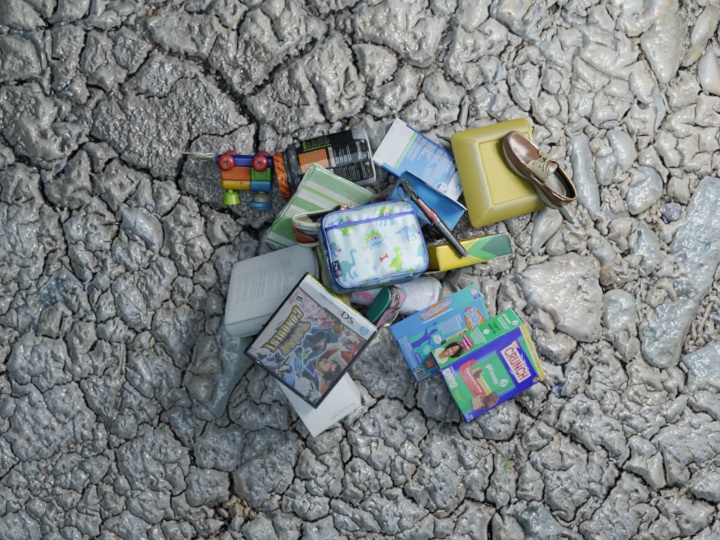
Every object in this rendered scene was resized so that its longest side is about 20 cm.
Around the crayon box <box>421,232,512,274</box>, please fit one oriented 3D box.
[{"bbox_3d":[0.194,-0.034,1.512,0.197,0.127,0.052,-13,93,-19],"label":"crayon box"}]

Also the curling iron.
[{"bbox_3d":[0.137,-0.096,1.417,0.025,0.050,0.200,-34,108,28],"label":"curling iron"}]

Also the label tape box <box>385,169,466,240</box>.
[{"bbox_3d":[0.126,-0.129,1.495,0.142,0.200,0.067,32,89,-2],"label":"label tape box"}]

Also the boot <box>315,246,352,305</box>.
[{"bbox_3d":[0.000,0.000,1.479,0.154,0.073,0.202,-20,51,6],"label":"boot"}]

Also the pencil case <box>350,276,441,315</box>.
[{"bbox_3d":[0.068,0.042,1.562,0.197,0.083,0.092,14,72,-1],"label":"pencil case"}]

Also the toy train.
[{"bbox_3d":[-0.279,-0.190,1.552,0.197,0.085,0.117,1,106,-1],"label":"toy train"}]

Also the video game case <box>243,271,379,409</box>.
[{"bbox_3d":[-0.094,0.135,1.412,0.180,0.026,0.201,38,98,-9],"label":"video game case"}]

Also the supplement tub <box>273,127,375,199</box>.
[{"bbox_3d":[-0.074,-0.216,1.527,0.197,0.123,0.124,-13,93,0],"label":"supplement tub"}]

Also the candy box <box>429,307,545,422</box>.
[{"bbox_3d":[0.269,0.198,1.542,0.198,0.077,0.170,-30,123,0],"label":"candy box"}]

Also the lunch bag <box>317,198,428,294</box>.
[{"bbox_3d":[0.021,-0.048,1.413,0.197,0.083,0.163,-10,78,-13],"label":"lunch bag"}]

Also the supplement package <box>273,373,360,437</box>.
[{"bbox_3d":[-0.100,0.212,1.506,0.120,0.120,0.201,-33,94,0],"label":"supplement package"}]

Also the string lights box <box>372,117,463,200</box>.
[{"bbox_3d":[0.131,-0.223,1.562,0.199,0.059,0.103,33,91,-3],"label":"string lights box"}]

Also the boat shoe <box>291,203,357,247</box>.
[{"bbox_3d":[-0.040,-0.101,1.480,0.197,0.072,0.063,-12,128,1],"label":"boat shoe"}]

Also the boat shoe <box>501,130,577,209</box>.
[{"bbox_3d":[0.370,-0.210,1.501,0.200,0.072,0.076,42,73,-15],"label":"boat shoe"}]

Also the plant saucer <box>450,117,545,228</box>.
[{"bbox_3d":[0.302,-0.210,1.538,0.198,0.048,0.203,-16,93,-23],"label":"plant saucer"}]

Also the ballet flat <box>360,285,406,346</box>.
[{"bbox_3d":[0.028,0.109,1.520,0.071,0.070,0.200,18,124,-38],"label":"ballet flat"}]

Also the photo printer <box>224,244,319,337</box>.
[{"bbox_3d":[-0.174,0.039,1.499,0.198,0.070,0.168,-16,52,23],"label":"photo printer"}]

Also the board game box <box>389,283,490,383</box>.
[{"bbox_3d":[0.177,0.133,1.547,0.198,0.045,0.153,-26,130,0],"label":"board game box"}]

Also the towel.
[{"bbox_3d":[-0.089,-0.112,1.515,0.151,0.024,0.201,23,119,-28],"label":"towel"}]
